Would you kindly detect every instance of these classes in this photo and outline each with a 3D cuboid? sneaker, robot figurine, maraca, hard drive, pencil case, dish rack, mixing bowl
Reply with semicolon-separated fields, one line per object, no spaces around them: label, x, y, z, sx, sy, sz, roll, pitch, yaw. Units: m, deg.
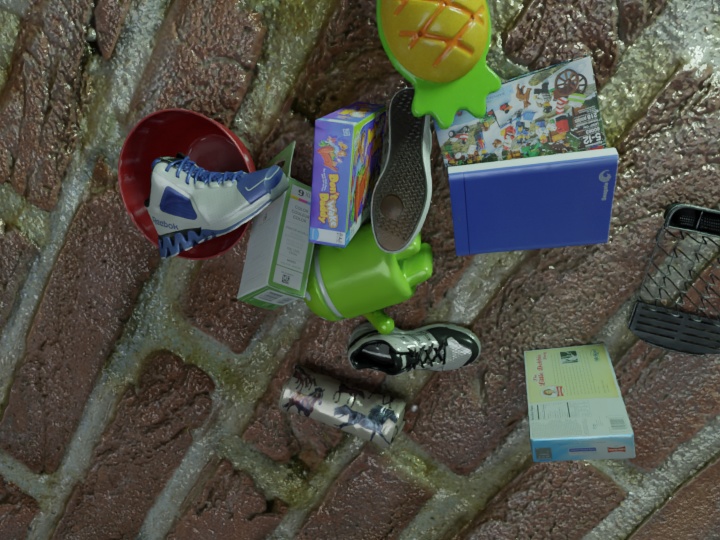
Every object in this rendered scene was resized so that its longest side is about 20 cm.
sneaker;0.076;0.125;0.869;0.196;0.088;0.077;-1;108;13
robot figurine;0.000;0.000;0.825;0.197;0.117;0.177;-18;123;19
maraca;0.092;-0.271;0.700;0.135;0.107;0.204;-18;95;-2
hard drive;0.215;-0.082;0.758;0.196;0.026;0.133;-5;132;11
sneaker;0.062;-0.118;0.759;0.071;0.085;0.204;9;86;13
sneaker;-0.198;-0.099;0.739;0.196;0.081;0.117;-21;106;21
pencil case;-0.025;0.213;0.933;0.196;0.089;0.079;17;85;7
dish rack;0.435;0.020;0.760;0.150;0.055;0.204;13;113;10
mixing bowl;-0.221;-0.129;0.836;0.196;0.109;0.204;5;112;12

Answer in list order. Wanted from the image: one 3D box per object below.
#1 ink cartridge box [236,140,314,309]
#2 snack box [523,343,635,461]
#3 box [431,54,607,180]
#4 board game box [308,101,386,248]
ink cartridge box;-0.105;-0.058;0.809;0.058;0.204;0.103;18;159;-28
snack box;0.274;0.164;0.772;0.114;0.201;0.038;-8;112;17
box;0.200;-0.170;0.755;0.196;0.038;0.139;-14;106;18
board game box;-0.012;-0.126;0.735;0.044;0.200;0.137;9;113;9
